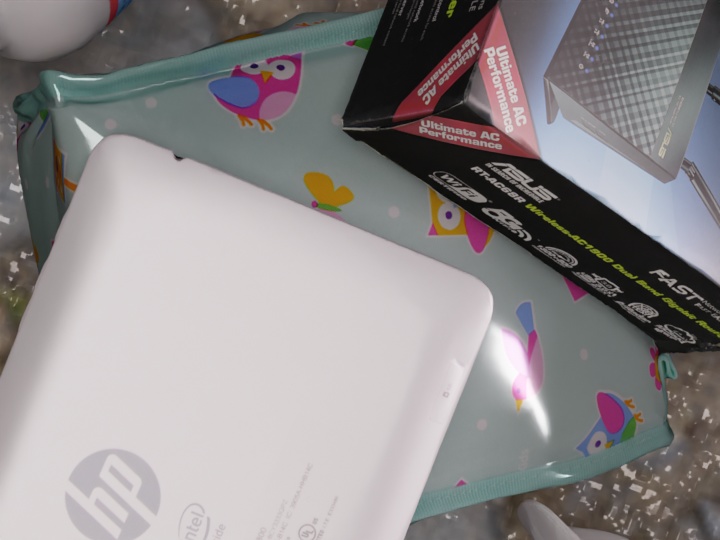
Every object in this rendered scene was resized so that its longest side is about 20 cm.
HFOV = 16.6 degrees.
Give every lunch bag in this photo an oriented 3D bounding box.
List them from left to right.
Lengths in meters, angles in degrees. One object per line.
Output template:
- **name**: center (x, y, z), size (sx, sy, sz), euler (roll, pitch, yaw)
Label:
- **lunch bag**: center (0.000, 0.000, 0.810), size (0.199, 0.122, 0.171), euler (-12, 90, -17)

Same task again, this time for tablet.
- **tablet**: center (-0.054, 0.074, 0.728), size (0.130, 0.014, 0.201), euler (22, 87, -6)

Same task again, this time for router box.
- **router box**: center (0.096, -0.095, 0.776), size (0.150, 0.062, 0.201), euler (32, 68, -31)

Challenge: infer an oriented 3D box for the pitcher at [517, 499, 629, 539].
- **pitcher**: center (0.096, 0.188, 0.759), size (0.171, 0.121, 0.201), euler (11, 81, 40)

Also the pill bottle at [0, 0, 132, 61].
- **pill bottle**: center (-0.096, -0.139, 0.787), size (0.109, 0.109, 0.200), euler (42, 70, 0)
